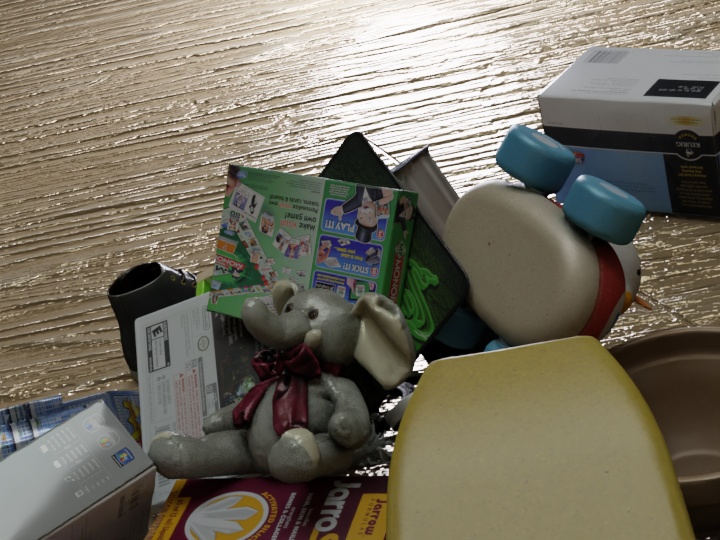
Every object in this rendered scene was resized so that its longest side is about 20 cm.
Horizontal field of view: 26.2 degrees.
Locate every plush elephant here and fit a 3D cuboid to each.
[{"bbox_3d":[-0.046,0.081,1.215,0.164,0.156,0.199,-5,-4,44],"label":"plush elephant"}]

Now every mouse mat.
[{"bbox_3d":[0.000,0.000,1.314,0.008,0.161,0.200,6,39,-47],"label":"mouse mat"}]

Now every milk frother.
[{"bbox_3d":[0.024,0.027,1.382,0.180,0.188,0.200,-33,4,46],"label":"milk frother"}]

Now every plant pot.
[{"bbox_3d":[0.255,0.135,1.182,0.200,0.093,0.201,-12,28,6],"label":"plant pot"},{"bbox_3d":[0.118,0.159,1.014,0.193,0.196,0.201,-10,63,8],"label":"plant pot"}]

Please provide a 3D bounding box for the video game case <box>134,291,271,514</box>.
[{"bbox_3d":[-0.113,0.100,1.373,0.181,0.023,0.201,-20,53,14],"label":"video game case"}]

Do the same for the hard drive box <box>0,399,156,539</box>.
[{"bbox_3d":[-0.264,0.214,1.205,0.200,0.156,0.077,-32,66,-30],"label":"hard drive box"}]

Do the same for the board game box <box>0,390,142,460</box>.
[{"bbox_3d":[-0.277,0.149,1.361,0.199,0.062,0.200,-14,-10,-16],"label":"board game box"}]

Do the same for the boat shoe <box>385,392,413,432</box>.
[{"bbox_3d":[0.114,0.114,1.319,0.199,0.074,0.060,-16,65,-37],"label":"boat shoe"}]

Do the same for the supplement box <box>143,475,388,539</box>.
[{"bbox_3d":[-0.059,0.222,1.178,0.199,0.086,0.110,-4,30,19],"label":"supplement box"}]

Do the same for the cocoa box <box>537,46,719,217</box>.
[{"bbox_3d":[0.309,-0.148,1.624,0.199,0.132,0.133,8,35,35],"label":"cocoa box"}]

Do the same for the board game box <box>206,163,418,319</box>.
[{"bbox_3d":[-0.045,-0.014,1.326,0.199,0.135,0.029,12,4,40],"label":"board game box"}]

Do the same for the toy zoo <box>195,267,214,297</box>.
[{"bbox_3d":[-0.102,0.072,1.432,0.131,0.020,0.201,-21,52,30],"label":"toy zoo"}]

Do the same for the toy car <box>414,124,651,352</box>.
[{"bbox_3d":[0.182,0.007,1.281,0.199,0.185,0.177,12,21,-41],"label":"toy car"}]

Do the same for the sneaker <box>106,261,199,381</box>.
[{"bbox_3d":[-0.160,0.021,1.566,0.200,0.107,0.075,-35,34,-33],"label":"sneaker"}]
